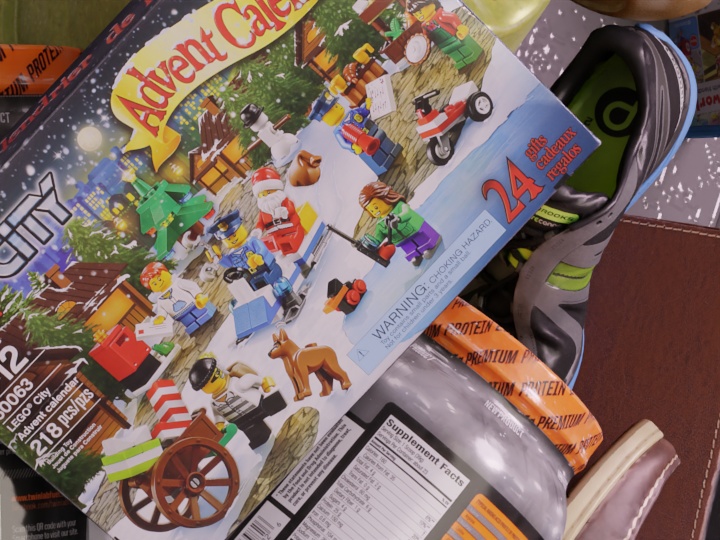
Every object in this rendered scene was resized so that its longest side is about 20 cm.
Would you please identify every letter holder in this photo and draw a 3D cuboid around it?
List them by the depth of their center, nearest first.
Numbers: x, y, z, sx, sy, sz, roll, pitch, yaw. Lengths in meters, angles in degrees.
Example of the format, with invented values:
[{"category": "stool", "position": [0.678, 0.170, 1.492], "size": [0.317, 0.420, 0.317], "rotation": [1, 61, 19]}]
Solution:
[{"category": "letter holder", "position": [0.101, 0.082, 1.113], "size": [0.101, 0.142, 0.200], "rotation": [33, 69, -64]}]

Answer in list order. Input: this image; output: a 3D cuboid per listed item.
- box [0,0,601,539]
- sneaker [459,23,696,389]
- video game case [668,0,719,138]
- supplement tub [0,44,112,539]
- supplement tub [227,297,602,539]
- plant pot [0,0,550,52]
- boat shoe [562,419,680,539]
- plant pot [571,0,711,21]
[{"category": "box", "position": [-0.041, -0.016, 0.809], "size": [0.137, 0.038, 0.200], "rotation": [43, 91, -18]}, {"category": "sneaker", "position": [0.071, -0.014, 1.051], "size": [0.200, 0.071, 0.083], "rotation": [-63, 156, -1]}, {"category": "video game case", "position": [0.181, -0.160, 1.125], "size": [0.018, 0.143, 0.201], "rotation": [-5, 94, -29]}, {"category": "supplement tub", "position": [-0.140, 0.024, 0.883], "size": [0.122, 0.122, 0.201], "rotation": [-3, 93, -35]}, {"category": "supplement tub", "position": [-0.007, 0.108, 0.954], "size": [0.200, 0.122, 0.123], "rotation": [-49, 117, -9]}, {"category": "plant pot", "position": [-0.014, -0.110, 0.927], "size": [0.200, 0.184, 0.201], "rotation": [6, 72, -20]}, {"category": "boat shoe", "position": [0.079, 0.155, 1.012], "size": [0.072, 0.072, 0.200], "rotation": [32, 76, 5]}, {"category": "plant pot", "position": [0.057, -0.165, 1.012], "size": [0.027, 0.200, 0.200], "rotation": [-47, 117, -6]}]
